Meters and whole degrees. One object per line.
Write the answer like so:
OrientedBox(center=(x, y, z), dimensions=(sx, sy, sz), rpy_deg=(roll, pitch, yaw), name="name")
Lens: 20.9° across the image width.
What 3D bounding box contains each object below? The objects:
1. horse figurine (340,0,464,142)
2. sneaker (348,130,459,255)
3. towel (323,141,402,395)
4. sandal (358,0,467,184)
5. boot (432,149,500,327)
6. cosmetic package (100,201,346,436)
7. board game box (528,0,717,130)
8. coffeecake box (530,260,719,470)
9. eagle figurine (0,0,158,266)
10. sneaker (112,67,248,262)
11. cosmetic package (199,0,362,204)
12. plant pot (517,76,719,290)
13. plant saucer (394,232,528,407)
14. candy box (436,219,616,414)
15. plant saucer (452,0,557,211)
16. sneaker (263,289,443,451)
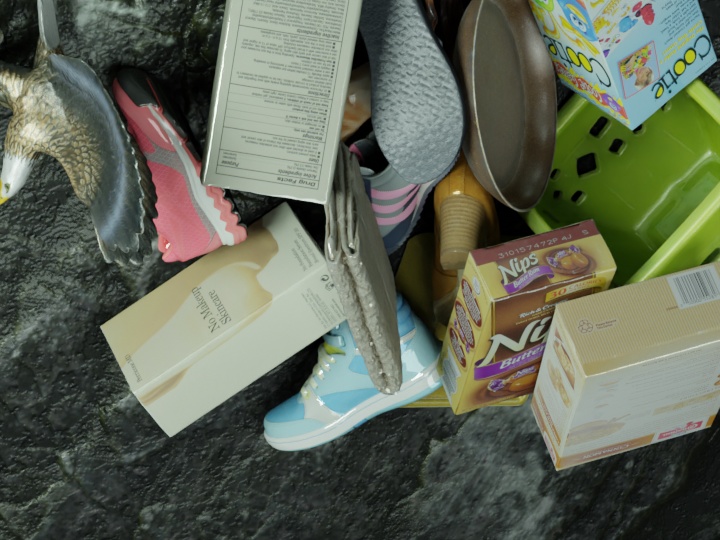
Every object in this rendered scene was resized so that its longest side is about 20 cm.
OrientedBox(center=(0.012, -0.172, 1.623), dimensions=(0.200, 0.050, 0.133), rpy_deg=(-28, 128, -3), name="horse figurine")
OrientedBox(center=(0.018, -0.082, 1.666), dimensions=(0.082, 0.070, 0.200), rpy_deg=(5, 144, -19), name="sneaker")
OrientedBox(center=(0.000, 0.000, 1.619), dimensions=(0.034, 0.133, 0.200), rpy_deg=(-10, 139, 8), name="towel")
OrientedBox(center=(0.038, -0.169, 1.557), dimensions=(0.076, 0.043, 0.200), rpy_deg=(-14, 92, 14), name="sandal")
OrientedBox(center=(0.101, -0.040, 1.730), dimensions=(0.071, 0.144, 0.201), rpy_deg=(3, 154, 9), name="boot")
OrientedBox(center=(-0.115, 0.041, 1.688), dimensions=(0.200, 0.105, 0.071), rpy_deg=(-35, 133, -2), name="cosmetic package")
OrientedBox(center=(0.207, -0.236, 1.631), dimensions=(0.105, 0.103, 0.200), rpy_deg=(-39, 135, -10), name="board game box")
OrientedBox(center=(0.239, 0.085, 1.679), dimensions=(0.153, 0.073, 0.200), rpy_deg=(-15, 153, -10), name="coffeecake box")
OrientedBox(center=(-0.222, -0.100, 1.460), dimensions=(0.200, 0.152, 0.151), rpy_deg=(32, 129, 2), name="eagle figurine")
OrientedBox(center=(-0.164, -0.075, 1.588), dimensions=(0.087, 0.074, 0.200), rpy_deg=(-29, 132, 1), name="sneaker")
OrientedBox(center=(-0.060, -0.159, 1.508), dimensions=(0.103, 0.073, 0.200), rpy_deg=(10, 98, -8), name="cosmetic package")
OrientedBox(center=(0.283, -0.062, 1.763), dimensions=(0.199, 0.200, 0.181), rpy_deg=(-48, 138, 13), name="plant pot")
OrientedBox(center=(0.112, 0.061, 1.865), dimensions=(0.200, 0.048, 0.200), rpy_deg=(1, 125, -29), name="plant saucer")
OrientedBox(center=(0.139, 0.043, 1.677), dimensions=(0.117, 0.057, 0.200), rpy_deg=(-15, 149, -15), name="candy box")
OrientedBox(center=(0.119, -0.149, 1.633), dimensions=(0.032, 0.200, 0.200), rpy_deg=(-1, 140, 25), name="plant saucer")
OrientedBox(center=(-0.026, 0.078, 1.796), dimensions=(0.200, 0.080, 0.131), rpy_deg=(-27, 112, 17), name="sneaker")
